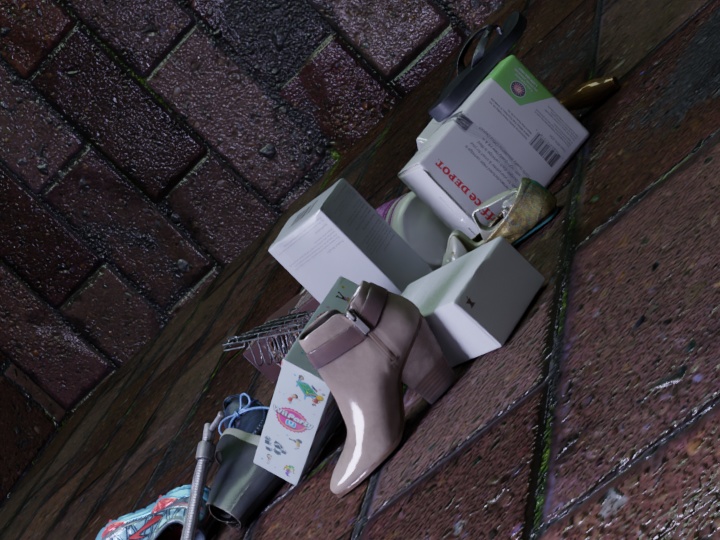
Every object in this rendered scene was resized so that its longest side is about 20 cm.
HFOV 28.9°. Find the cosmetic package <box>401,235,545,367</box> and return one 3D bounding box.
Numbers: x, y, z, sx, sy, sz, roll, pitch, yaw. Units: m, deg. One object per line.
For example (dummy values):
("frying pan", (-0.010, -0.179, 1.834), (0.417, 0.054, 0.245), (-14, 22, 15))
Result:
("cosmetic package", (0.098, 0.046, 1.487), (0.102, 0.071, 0.200), (-52, 11, -29))

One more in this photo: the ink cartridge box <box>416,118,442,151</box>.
("ink cartridge box", (0.155, -0.183, 1.976), (0.050, 0.161, 0.200), (20, 54, 29))

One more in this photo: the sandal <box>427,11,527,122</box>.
("sandal", (0.149, -0.273, 1.790), (0.200, 0.043, 0.076), (-50, 9, -27))

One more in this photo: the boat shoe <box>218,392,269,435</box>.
("boat shoe", (-0.163, 0.212, 1.932), (0.084, 0.069, 0.200), (-49, 10, -14))

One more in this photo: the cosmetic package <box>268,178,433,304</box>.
("cosmetic package", (0.000, 0.000, 1.715), (0.113, 0.200, 0.081), (-34, 16, 39))

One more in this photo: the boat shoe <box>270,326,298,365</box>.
("boat shoe", (-0.077, 0.110, 1.984), (0.070, 0.070, 0.200), (-49, 11, -24))

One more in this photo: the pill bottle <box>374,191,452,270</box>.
("pill bottle", (0.067, -0.045, 1.871), (0.112, 0.112, 0.200), (-49, 11, -17))

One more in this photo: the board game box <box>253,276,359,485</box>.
("board game box", (-0.046, 0.127, 1.581), (0.148, 0.064, 0.200), (-56, -10, -42))

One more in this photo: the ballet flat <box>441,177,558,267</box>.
("ballet flat", (0.144, -0.037, 1.648), (0.200, 0.071, 0.071), (-42, 10, 24))

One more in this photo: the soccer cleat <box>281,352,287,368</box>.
("soccer cleat", (-0.076, 0.150, 1.844), (0.077, 0.067, 0.200), (-53, 13, -13))

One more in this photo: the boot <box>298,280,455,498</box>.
("boot", (-0.006, 0.114, 1.423), (0.200, 0.146, 0.070), (-48, 12, 0))

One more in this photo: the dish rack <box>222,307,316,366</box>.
("dish rack", (-0.074, 0.083, 1.816), (0.200, 0.055, 0.153), (-11, 7, 40))

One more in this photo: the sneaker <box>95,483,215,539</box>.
("sneaker", (-0.270, 0.349, 1.771), (0.200, 0.079, 0.096), (-36, 25, 15))

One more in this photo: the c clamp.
("c clamp", (-0.198, 0.277, 1.648), (0.171, 0.027, 0.201), (124, 157, -70))

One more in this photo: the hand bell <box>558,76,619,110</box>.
("hand bell", (0.261, -0.218, 1.892), (0.200, 0.104, 0.104), (-25, 21, 36))

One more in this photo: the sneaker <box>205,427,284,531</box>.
("sneaker", (-0.160, 0.257, 1.719), (0.106, 0.075, 0.200), (-50, 11, -19))

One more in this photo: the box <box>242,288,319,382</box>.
("box", (-0.083, 0.079, 2.131), (0.200, 0.075, 0.100), (-40, 11, 40))

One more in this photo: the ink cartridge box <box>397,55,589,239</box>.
("ink cartridge box", (0.166, -0.145, 1.753), (0.200, 0.145, 0.084), (-49, 10, -18))
